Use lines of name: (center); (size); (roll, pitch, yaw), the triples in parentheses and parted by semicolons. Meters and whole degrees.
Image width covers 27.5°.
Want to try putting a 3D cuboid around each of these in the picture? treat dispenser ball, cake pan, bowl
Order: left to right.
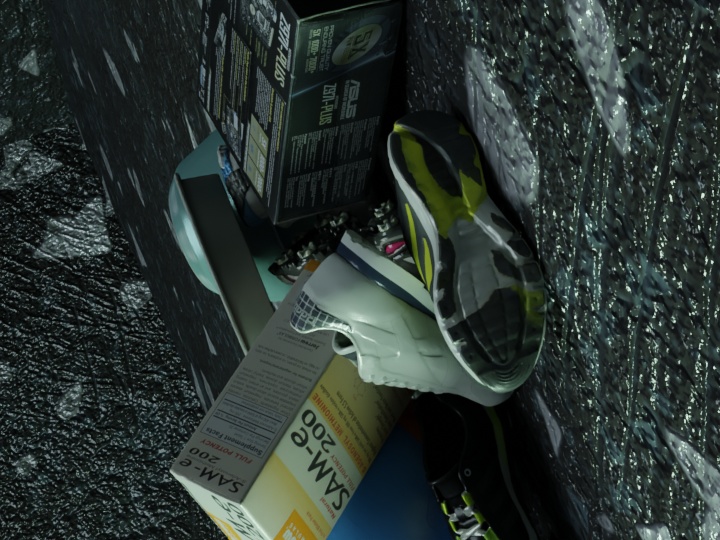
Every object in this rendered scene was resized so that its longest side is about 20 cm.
cake pan: (-0.104, 0.005, 1.247); (0.200, 0.037, 0.201); (158, 90, -86)
bowl: (-0.113, -0.049, 1.420); (0.201, 0.105, 0.202); (-22, -90, -79)
treat dispenser ball: (0.018, 0.205, 1.230); (0.201, 0.200, 0.202); (159, 90, -77)

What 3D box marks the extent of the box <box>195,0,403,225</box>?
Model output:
box: (-0.052, -0.167, 1.118); (0.164, 0.086, 0.201); (57, 152, 36)

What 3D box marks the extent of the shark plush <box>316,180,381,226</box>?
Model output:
shark plush: (-0.012, -0.055, 1.262); (0.083, 0.090, 0.201); (-72, -34, -59)

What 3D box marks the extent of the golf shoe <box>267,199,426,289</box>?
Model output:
golf shoe: (0.000, 0.000, 1.166); (0.200, 0.077, 0.088); (-8, 121, 54)

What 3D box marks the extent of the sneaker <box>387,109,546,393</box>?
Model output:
sneaker: (0.073, -0.010, 0.998); (0.085, 0.074, 0.201); (89, 165, -70)

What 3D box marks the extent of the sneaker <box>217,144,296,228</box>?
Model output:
sneaker: (-0.059, -0.084, 1.263); (0.200, 0.086, 0.075); (-11, -98, -77)

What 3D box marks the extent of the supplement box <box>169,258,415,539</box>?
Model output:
supplement box: (-0.040, 0.111, 1.110); (0.073, 0.200, 0.126); (18, 154, 33)

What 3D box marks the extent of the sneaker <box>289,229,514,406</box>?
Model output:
sneaker: (0.033, 0.052, 1.063); (0.200, 0.081, 0.076); (38, 178, -33)

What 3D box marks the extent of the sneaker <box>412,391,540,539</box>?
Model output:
sneaker: (0.076, 0.174, 1.104); (0.072, 0.083, 0.201); (-29, 63, 34)
